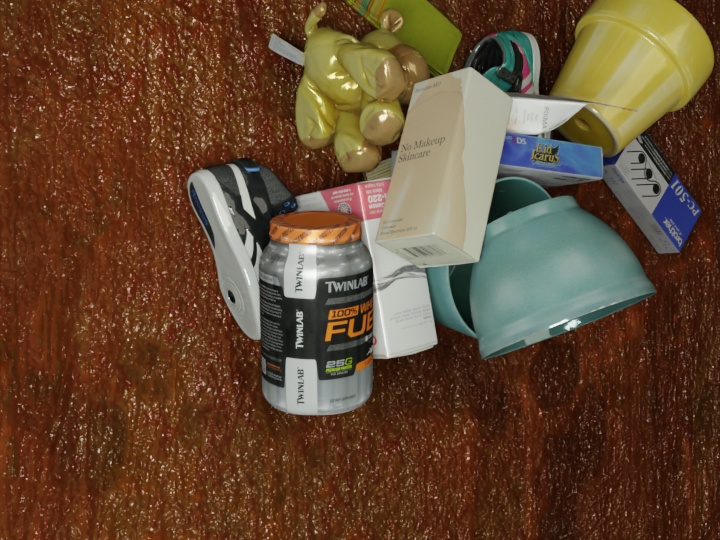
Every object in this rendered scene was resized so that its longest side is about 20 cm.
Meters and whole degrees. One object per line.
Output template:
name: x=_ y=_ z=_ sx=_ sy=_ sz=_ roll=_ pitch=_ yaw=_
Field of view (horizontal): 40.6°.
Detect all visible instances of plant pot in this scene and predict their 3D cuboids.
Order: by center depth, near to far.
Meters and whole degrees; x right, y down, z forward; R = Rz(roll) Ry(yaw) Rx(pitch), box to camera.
plant pot: x=0.202 y=0.000 z=1.066 sx=0.200 sy=0.200 sz=0.134 roll=-14 pitch=78 yaw=-36
plant pot: x=0.130 y=-0.019 z=1.212 sx=0.200 sy=0.161 sz=0.201 roll=-5 pitch=99 yaw=-36
plant pot: x=0.373 y=-0.276 z=1.409 sx=0.201 sy=0.201 sz=0.189 roll=45 pitch=79 yaw=-25

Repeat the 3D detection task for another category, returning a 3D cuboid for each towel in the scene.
towel: x=0.055 y=-0.340 z=1.275 sx=0.200 sy=0.018 sz=0.086 roll=35 pitch=69 yaw=-30

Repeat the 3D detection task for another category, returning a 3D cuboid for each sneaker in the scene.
sneaker: x=-0.109 y=-0.031 z=1.101 sx=0.112 sy=0.073 sz=0.200 roll=-24 pitch=100 yaw=-33
sneaker: x=0.197 y=-0.237 z=1.330 sx=0.121 sy=0.084 sz=0.200 roll=0 pitch=79 yaw=-41

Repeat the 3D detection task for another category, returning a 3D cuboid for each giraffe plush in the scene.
giraffe plush: x=0.011 y=-0.232 z=1.175 sx=0.162 sy=0.173 sz=0.200 roll=-22 pitch=65 yaw=-45

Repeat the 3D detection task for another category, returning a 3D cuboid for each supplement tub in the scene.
supplement tub: x=-0.047 y=0.043 z=1.039 sx=0.122 sy=0.122 sz=0.200 roll=-12 pitch=109 yaw=-36

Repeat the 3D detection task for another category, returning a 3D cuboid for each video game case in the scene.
video game case: x=0.171 y=-0.134 z=1.229 sx=0.200 sy=0.181 sz=0.046 roll=2 pitch=85 yaw=-37

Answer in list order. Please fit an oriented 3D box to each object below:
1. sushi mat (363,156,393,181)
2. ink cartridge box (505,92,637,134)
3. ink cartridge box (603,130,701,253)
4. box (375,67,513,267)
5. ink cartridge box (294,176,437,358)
sushi mat: x=0.090 y=-0.118 z=1.290 sx=0.200 sy=0.012 sz=0.096 roll=-25 pitch=101 yaw=-34
ink cartridge box: x=0.219 y=-0.196 z=1.222 sx=0.200 sy=0.162 sz=0.050 roll=5 pitch=103 yaw=-12
ink cartridge box: x=0.458 y=-0.127 z=1.539 sx=0.200 sy=0.044 sz=0.094 roll=47 pitch=64 yaw=-25
box: x=0.093 y=-0.111 z=1.067 sx=0.078 sy=0.095 sz=0.200 roll=28 pitch=66 yaw=-37
ink cartridge box: x=0.000 y=0.000 z=1.134 sx=0.085 sy=0.146 sz=0.200 roll=-14 pitch=95 yaw=-39
